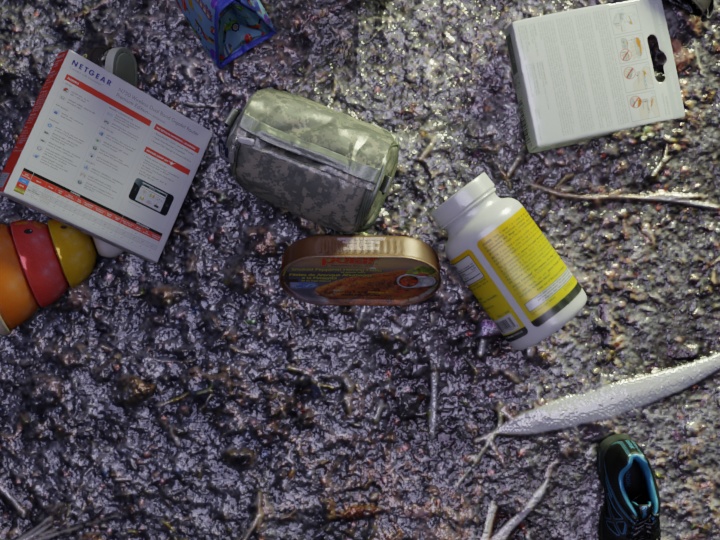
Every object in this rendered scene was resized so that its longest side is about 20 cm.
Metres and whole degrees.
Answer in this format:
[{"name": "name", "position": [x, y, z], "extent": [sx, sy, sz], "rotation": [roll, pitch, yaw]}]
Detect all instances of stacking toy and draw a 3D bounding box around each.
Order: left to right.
[{"name": "stacking toy", "position": [-0.384, -0.019, 1.042], "extent": [0.198, 0.146, 0.147], "rotation": [-22, 89, -18]}]

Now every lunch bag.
[{"name": "lunch bag", "position": [-0.186, -0.349, 0.987], "extent": [0.094, 0.200, 0.151], "rotation": [-31, 89, 1]}, {"name": "lunch bag", "position": [-0.057, -0.134, 0.999], "extent": [0.198, 0.168, 0.141], "rotation": [22, 89, 1]}]

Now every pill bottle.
[{"name": "pill bottle", "position": [0.176, -0.014, 1.022], "extent": [0.112, 0.112, 0.201], "rotation": [-36, 89, 0]}]

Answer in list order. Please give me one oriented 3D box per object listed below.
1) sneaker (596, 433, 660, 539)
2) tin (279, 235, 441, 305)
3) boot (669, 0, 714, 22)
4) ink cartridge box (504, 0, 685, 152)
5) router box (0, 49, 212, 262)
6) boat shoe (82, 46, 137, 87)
[{"name": "sneaker", "position": [0.334, 0.309, 1.031], "extent": [0.072, 0.082, 0.202], "rotation": [-11, 90, -1]}, {"name": "tin", "position": [0.000, 0.000, 1.026], "extent": [0.198, 0.112, 0.042], "rotation": [1, 61, 0]}, {"name": "boot", "position": [0.406, -0.435, 1.046], "extent": [0.200, 0.069, 0.175], "rotation": [40, 89, -1]}, {"name": "ink cartridge box", "position": [0.296, -0.250, 1.061], "extent": [0.198, 0.047, 0.162], "rotation": [-12, 89, -5]}, {"name": "router box", "position": [-0.300, -0.131, 0.999], "extent": [0.199, 0.049, 0.181], "rotation": [28, 79, -34]}, {"name": "boat shoe", "position": [-0.328, -0.180, 1.056], "extent": [0.060, 0.072, 0.204], "rotation": [8, 92, 19]}]
